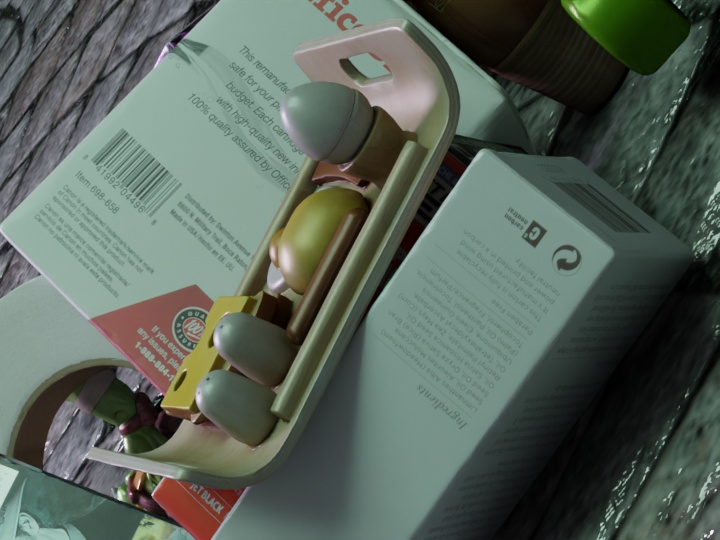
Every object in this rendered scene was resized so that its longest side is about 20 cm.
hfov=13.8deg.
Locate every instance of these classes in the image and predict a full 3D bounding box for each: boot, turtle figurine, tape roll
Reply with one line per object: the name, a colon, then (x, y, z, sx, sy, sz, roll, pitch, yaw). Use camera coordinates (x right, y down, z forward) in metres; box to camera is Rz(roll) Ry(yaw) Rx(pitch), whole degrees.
boot: (0.058, -0.170, 1.434, 0.077, 0.155, 0.200, -46, 20, 38)
turtle figurine: (-0.116, 0.066, 1.529, 0.200, 0.144, 0.194, -4, 43, 47)
tape roll: (-0.114, 0.096, 1.422, 0.203, 0.203, 0.037, -56, -17, 11)

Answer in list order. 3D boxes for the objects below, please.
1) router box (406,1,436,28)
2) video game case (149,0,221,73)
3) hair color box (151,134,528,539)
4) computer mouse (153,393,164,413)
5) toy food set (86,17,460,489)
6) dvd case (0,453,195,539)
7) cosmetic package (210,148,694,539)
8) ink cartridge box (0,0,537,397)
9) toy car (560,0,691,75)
router box: (0.042, -0.238, 1.619, 0.157, 0.052, 0.200, -34, 62, 58)
video game case: (-0.070, -0.096, 1.609, 0.181, 0.036, 0.200, -39, -10, -40)
hair color box: (0.010, 0.038, 1.279, 0.200, 0.064, 0.111, -56, -25, 14)
computer mouse: (-0.084, 0.041, 1.698, 0.059, 0.034, 0.200, -16, 51, 63)
toy food set: (-0.042, -0.005, 1.196, 0.200, 0.060, 0.143, -62, 17, -10)
dvd case: (-0.126, 0.176, 1.358, 0.146, 0.200, 0.022, -64, -24, -16)
cosmetic package: (0.036, 0.052, 1.175, 0.200, 0.071, 0.101, -56, -20, 14)
ink cartridge box: (-0.038, -0.034, 1.347, 0.200, 0.144, 0.084, -46, -25, -3)
toy car: (0.124, -0.204, 1.313, 0.164, 0.158, 0.200, -48, 13, 11)
